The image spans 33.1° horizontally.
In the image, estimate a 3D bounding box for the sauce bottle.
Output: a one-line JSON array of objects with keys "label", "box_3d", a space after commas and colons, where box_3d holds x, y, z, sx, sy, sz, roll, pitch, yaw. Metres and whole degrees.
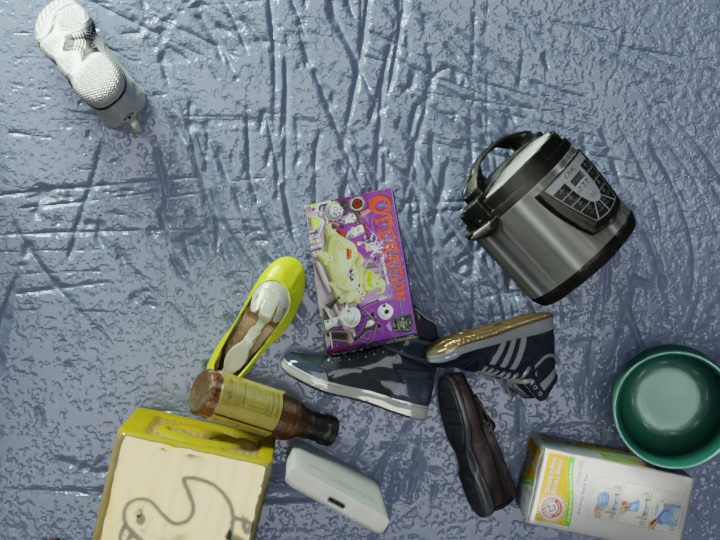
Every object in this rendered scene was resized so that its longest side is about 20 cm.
[{"label": "sauce bottle", "box_3d": [-0.120, 0.181, 1.544, 0.200, 0.066, 0.066, 24, 91, -31]}]

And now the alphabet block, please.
[{"label": "alphabet block", "box_3d": [-0.220, 0.298, 1.506, 0.195, 0.196, 0.200, 12, 91, -5]}]

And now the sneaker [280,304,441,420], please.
[{"label": "sneaker", "box_3d": [0.009, 0.097, 1.565, 0.202, 0.077, 0.146, 16, 96, -7]}]

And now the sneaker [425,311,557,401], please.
[{"label": "sneaker", "box_3d": [0.176, 0.125, 1.554, 0.200, 0.070, 0.109, -13, 98, -32]}]

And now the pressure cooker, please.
[{"label": "pressure cooker", "box_3d": [0.222, -0.077, 1.525, 0.179, 0.176, 0.200, -42, 93, 9]}]

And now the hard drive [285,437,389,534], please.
[{"label": "hard drive", "box_3d": [-0.032, 0.265, 1.511, 0.132, 0.200, 0.027, 29, 91, -4]}]

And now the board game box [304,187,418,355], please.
[{"label": "board game box", "box_3d": [0.000, 0.000, 1.545, 0.120, 0.032, 0.200, -11, 70, 3]}]

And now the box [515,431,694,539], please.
[{"label": "box", "box_3d": [0.313, 0.286, 1.573, 0.200, 0.112, 0.102, 12, 93, -3]}]

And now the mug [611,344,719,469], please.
[{"label": "mug", "box_3d": [0.418, 0.173, 1.562, 0.185, 0.114, 0.152, 7, 94, 10]}]

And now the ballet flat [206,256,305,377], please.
[{"label": "ballet flat", "box_3d": [-0.134, 0.072, 1.565, 0.067, 0.067, 0.200, 33, 90, -1]}]

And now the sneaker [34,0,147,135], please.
[{"label": "sneaker", "box_3d": [-0.340, -0.255, 1.542, 0.075, 0.115, 0.200, -36, 59, -2]}]

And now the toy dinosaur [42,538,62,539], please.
[{"label": "toy dinosaur", "box_3d": [-0.453, 0.430, 1.578, 0.181, 0.105, 0.200, -18, 131, -15]}]

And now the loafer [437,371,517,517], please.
[{"label": "loafer", "box_3d": [0.155, 0.223, 1.594, 0.063, 0.072, 0.200, -19, 99, -22]}]
